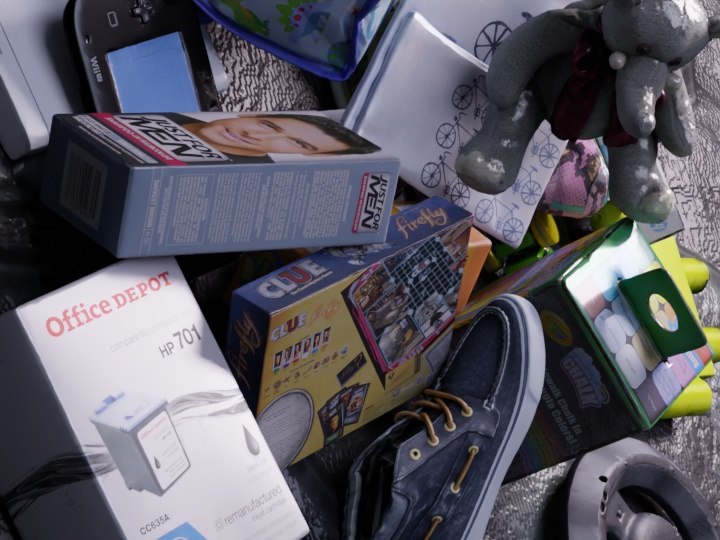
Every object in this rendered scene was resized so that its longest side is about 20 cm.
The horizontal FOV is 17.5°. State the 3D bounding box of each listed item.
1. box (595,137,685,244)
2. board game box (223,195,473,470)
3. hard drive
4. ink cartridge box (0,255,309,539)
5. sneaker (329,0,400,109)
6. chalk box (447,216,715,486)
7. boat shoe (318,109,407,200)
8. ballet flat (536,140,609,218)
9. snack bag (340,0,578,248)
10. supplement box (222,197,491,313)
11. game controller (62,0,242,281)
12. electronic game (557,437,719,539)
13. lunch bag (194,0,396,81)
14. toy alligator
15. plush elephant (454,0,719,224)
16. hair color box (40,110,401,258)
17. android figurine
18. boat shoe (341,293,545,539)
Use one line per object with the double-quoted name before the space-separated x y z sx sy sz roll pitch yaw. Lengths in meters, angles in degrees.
"box" 0.188 -0.140 1.822 0.156 0.041 0.201 -102 166 -58
"board game box" -0.011 0.044 1.509 0.035 0.136 0.200 30 36 31
"hard drive" -0.180 -0.156 1.521 0.200 0.027 0.132 -24 89 -52
"ink cartridge box" -0.140 0.103 1.380 0.146 0.086 0.201 -28 93 -51
"sneaker" 0.022 -0.170 1.707 0.077 0.088 0.201 -17 85 -50
"chalk box" 0.158 0.052 1.651 0.125 0.200 0.124 60 39 -6
"boat shoe" 0.008 -0.078 1.647 0.199 0.072 0.068 -12 110 -33
"ballet flat" 0.125 -0.120 1.755 0.071 0.069 0.201 3 48 -29
"snack bag" 0.089 -0.140 1.636 0.188 0.021 0.201 31 82 -39
"supplement box" 0.000 0.000 1.591 0.069 0.067 0.199 39 29 31
"game controller" -0.130 -0.092 1.498 0.104 0.042 0.201 -26 105 -51
"electronic game" 0.217 0.222 1.751 0.200 0.042 0.201 27 51 -38
"lunch bag" -0.058 -0.244 1.598 0.199 0.128 0.170 27 40 0
"toy alligator" 0.116 -0.033 1.758 0.201 0.059 0.054 64 20 -8
"plush elephant" 0.179 -0.138 1.581 0.164 0.155 0.201 17 80 -16
"hair color box" -0.085 -0.056 1.443 0.199 0.099 0.061 -3 114 -37
"android figurine" 0.224 0.032 1.867 0.199 0.041 0.183 4 68 -49
"boat shoe" 0.055 0.106 1.556 0.091 0.071 0.201 18 89 -39
